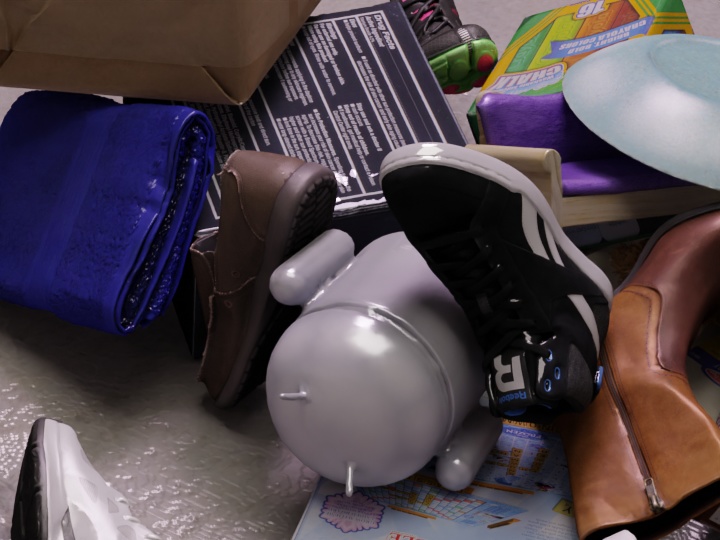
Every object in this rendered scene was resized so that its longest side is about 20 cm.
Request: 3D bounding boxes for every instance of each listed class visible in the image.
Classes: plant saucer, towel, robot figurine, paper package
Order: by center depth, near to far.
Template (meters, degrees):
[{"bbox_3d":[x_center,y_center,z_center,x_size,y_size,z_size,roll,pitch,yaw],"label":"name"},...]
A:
[{"bbox_3d":[0.017,0.052,1.537,0.170,0.113,0.200,46,40,-3],"label":"robot figurine"},{"bbox_3d":[0.229,-0.109,1.657,0.200,0.039,0.201,12,27,-6],"label":"plant saucer"},{"bbox_3d":[-0.175,-0.038,1.659,0.049,0.148,0.200,27,-10,-41],"label":"towel"},{"bbox_3d":[-0.133,-0.197,1.701,0.190,0.104,0.200,4,29,14],"label":"paper package"}]

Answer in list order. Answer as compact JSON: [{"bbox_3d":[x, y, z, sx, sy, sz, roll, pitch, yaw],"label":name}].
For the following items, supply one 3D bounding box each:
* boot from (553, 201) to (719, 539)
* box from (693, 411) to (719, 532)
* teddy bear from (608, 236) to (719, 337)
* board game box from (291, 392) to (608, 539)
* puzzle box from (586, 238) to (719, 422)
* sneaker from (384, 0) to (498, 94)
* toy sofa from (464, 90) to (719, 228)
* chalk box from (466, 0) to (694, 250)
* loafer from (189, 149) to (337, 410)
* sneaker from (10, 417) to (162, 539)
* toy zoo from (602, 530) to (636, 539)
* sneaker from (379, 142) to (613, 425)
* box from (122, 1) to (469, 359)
[{"bbox_3d":[0.190,0.058,1.535,0.188,0.069,0.200,-26,33,6],"label":"boot"},{"bbox_3d":[0.277,0.078,1.579,0.100,0.075,0.200,27,58,0],"label":"box"},{"bbox_3d":[0.259,0.017,1.713,0.200,0.067,0.145,-15,49,-38],"label":"teddy bear"},{"bbox_3d":[0.076,0.140,1.554,0.199,0.041,0.200,12,34,9],"label":"board game box"},{"bbox_3d":[0.208,0.050,1.722,0.133,0.025,0.200,-21,43,-35],"label":"puzzle box"},{"bbox_3d":[0.043,-0.169,1.906,0.077,0.084,0.200,-10,7,-17],"label":"sneaker"},{"bbox_3d":[0.167,-0.070,1.663,0.200,0.098,0.083,-7,10,-36],"label":"toy sofa"},{"bbox_3d":[0.160,-0.095,1.805,0.125,0.124,0.200,-12,25,26],"label":"chalk box"},{"bbox_3d":[-0.067,0.000,1.594,0.071,0.200,0.073,33,41,17],"label":"loafer"},{"bbox_3d":[-0.132,0.167,1.472,0.115,0.076,0.201,4,41,-19],"label":"sneaker"},{"bbox_3d":[0.168,0.227,1.364,0.020,0.131,0.200,-19,41,-33],"label":"toy zoo"},{"bbox_3d":[0.081,0.018,1.475,0.073,0.200,0.112,-18,50,34],"label":"sneaker"},{"bbox_3d":[-0.041,-0.062,1.731,0.198,0.123,0.200,-10,47,-14],"label":"box"}]
